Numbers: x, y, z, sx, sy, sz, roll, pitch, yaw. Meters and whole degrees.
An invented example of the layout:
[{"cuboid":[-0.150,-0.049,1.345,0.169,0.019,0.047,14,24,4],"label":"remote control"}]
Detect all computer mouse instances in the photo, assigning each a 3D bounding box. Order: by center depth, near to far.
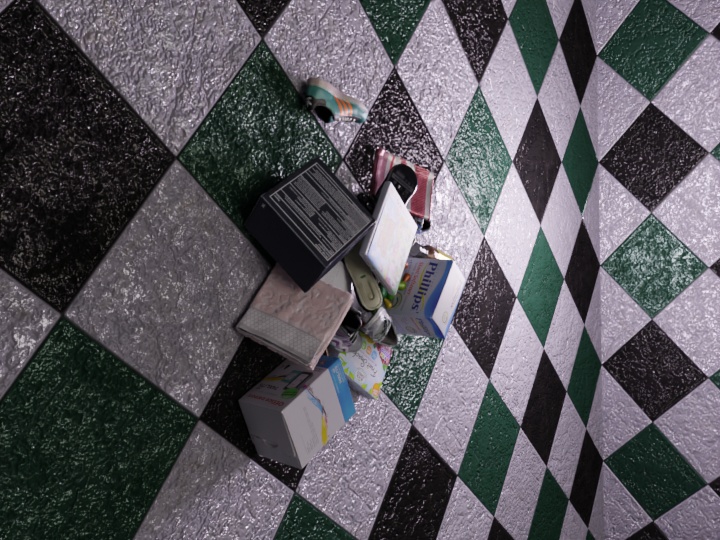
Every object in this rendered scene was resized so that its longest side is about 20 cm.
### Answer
[{"cuboid":[0.077,-0.193,1.596,0.138,0.053,0.201,40,58,-6],"label":"computer mouse"}]

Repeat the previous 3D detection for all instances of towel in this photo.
[{"cuboid":[-0.139,0.089,1.318,0.193,0.196,0.033,-58,163,-30],"label":"towel"},{"cuboid":[0.116,-0.232,1.678,0.196,0.023,0.148,19,67,-27],"label":"towel"}]

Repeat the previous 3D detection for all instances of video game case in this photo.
[{"cuboid":[0.071,-0.075,1.483,0.183,0.022,0.204,51,51,-47],"label":"video game case"}]

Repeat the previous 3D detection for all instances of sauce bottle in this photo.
[{"cuboid":[0.211,-0.037,1.844,0.198,0.064,0.067,20,76,-48],"label":"sauce bottle"}]

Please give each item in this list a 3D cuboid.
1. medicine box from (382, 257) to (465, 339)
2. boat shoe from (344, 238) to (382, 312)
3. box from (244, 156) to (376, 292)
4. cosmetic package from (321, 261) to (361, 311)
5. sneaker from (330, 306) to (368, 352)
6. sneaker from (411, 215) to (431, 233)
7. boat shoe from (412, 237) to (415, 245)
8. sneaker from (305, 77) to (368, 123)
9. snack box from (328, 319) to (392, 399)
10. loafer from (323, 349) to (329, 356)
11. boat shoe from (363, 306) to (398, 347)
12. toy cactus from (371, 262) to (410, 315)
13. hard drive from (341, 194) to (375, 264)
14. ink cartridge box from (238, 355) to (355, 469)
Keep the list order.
[{"cuboid":[0.158,0.070,1.672,0.103,0.196,0.185,49,55,-40],"label":"medicine box"},{"cuboid":[0.000,0.000,1.492,0.070,0.068,0.206,-13,82,-8],"label":"boat shoe"},{"cuboid":[-0.108,-0.101,1.336,0.200,0.123,0.198,47,48,1],"label":"box"},{"cuboid":[-0.071,0.035,1.481,0.201,0.072,0.104,50,47,-41],"label":"cosmetic package"},{"cuboid":[-0.024,0.136,1.418,0.200,0.138,0.079,43,64,-39],"label":"sneaker"},{"cuboid":[0.129,-0.152,1.715,0.197,0.088,0.081,17,78,-48],"label":"sneaker"},{"cuboid":[0.072,-0.082,1.582,0.197,0.068,0.073,4,88,-52],"label":"boat shoe"},{"cuboid":[-0.061,-0.385,1.492,0.197,0.070,0.082,17,83,-45],"label":"sneaker"},{"cuboid":[-0.003,0.221,1.593,0.200,0.052,0.145,46,57,-41],"label":"snack box"},{"cuboid":[-0.100,0.182,1.463,0.071,0.062,0.206,-29,114,-45],"label":"loafer"},{"cuboid":[0.054,0.144,1.511,0.075,0.064,0.202,-48,162,-8],"label":"boat shoe"},{"cuboid":[0.062,0.013,1.591,0.202,0.100,0.167,-54,152,-26],"label":"toy cactus"},{"cuboid":[0.011,-0.074,1.587,0.202,0.032,0.141,-56,131,-33],"label":"hard drive"},{"cuboid":[-0.136,0.299,1.358,0.199,0.144,0.150,-38,120,-44],"label":"ink cartridge box"}]
